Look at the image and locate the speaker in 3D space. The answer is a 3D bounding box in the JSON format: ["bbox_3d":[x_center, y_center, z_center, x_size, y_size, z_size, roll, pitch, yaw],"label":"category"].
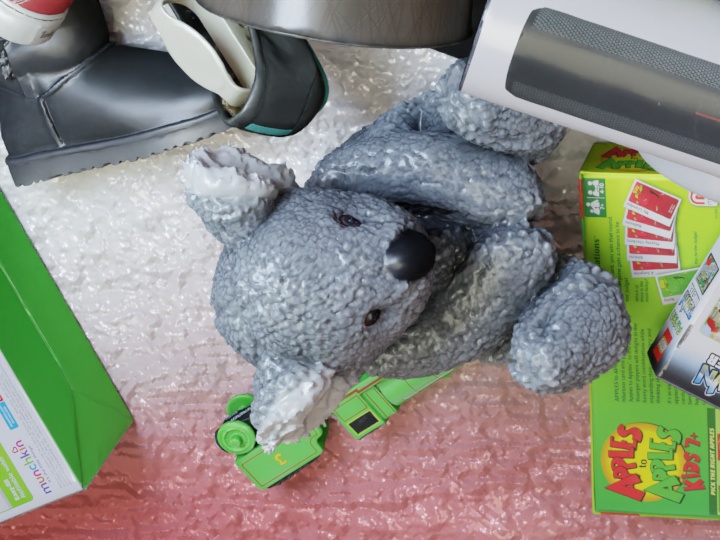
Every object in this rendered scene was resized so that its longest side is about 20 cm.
[{"bbox_3d":[0.152,-0.090,1.323,0.199,0.081,0.081,19,116,0],"label":"speaker"}]

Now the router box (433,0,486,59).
[{"bbox_3d":[0.052,-0.213,1.444,0.157,0.052,0.201,21,117,7],"label":"router box"}]

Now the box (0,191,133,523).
[{"bbox_3d":[-0.261,0.054,1.623,0.176,0.097,0.200,-24,105,24],"label":"box"}]

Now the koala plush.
[{"bbox_3d":[0.000,0.000,1.419,0.183,0.200,0.178,-10,98,44],"label":"koala plush"}]

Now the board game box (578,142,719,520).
[{"bbox_3d":[0.174,0.034,1.517,0.101,0.048,0.201,2,113,15],"label":"board game box"}]

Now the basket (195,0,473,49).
[{"bbox_3d":[0.001,-0.219,1.343,0.135,0.180,0.201,8,104,2],"label":"basket"}]

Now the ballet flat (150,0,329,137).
[{"bbox_3d":[-0.086,-0.156,1.457,0.200,0.068,0.068,58,136,15],"label":"ballet flat"}]

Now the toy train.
[{"bbox_3d":[0.003,0.059,1.583,0.200,0.042,0.056,-33,110,25],"label":"toy train"}]

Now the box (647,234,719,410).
[{"bbox_3d":[0.262,0.048,1.469,0.200,0.035,0.110,27,108,-13],"label":"box"}]

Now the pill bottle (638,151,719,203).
[{"bbox_3d":[0.212,-0.138,1.397,0.111,0.111,0.201,18,116,8],"label":"pill bottle"}]

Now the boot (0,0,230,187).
[{"bbox_3d":[-0.151,-0.158,1.525,0.164,0.066,0.201,-14,103,19],"label":"boot"}]

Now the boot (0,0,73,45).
[{"bbox_3d":[-0.209,-0.228,1.444,0.200,0.072,0.145,33,116,2],"label":"boot"}]
